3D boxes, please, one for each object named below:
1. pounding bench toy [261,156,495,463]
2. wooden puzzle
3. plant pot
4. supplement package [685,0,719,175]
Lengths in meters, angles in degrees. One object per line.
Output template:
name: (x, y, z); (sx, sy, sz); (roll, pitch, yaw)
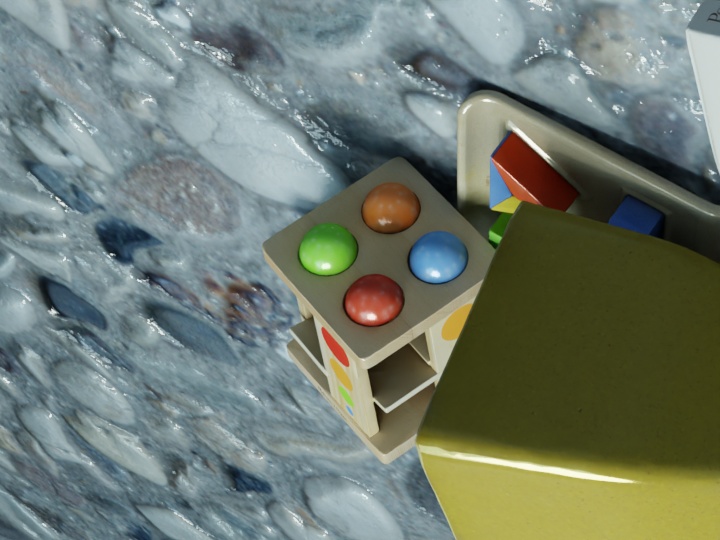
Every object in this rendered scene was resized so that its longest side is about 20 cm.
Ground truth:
pounding bench toy: (0.000, 0.000, 1.553); (0.200, 0.124, 0.156); (47, 163, 32)
wooden puzzle: (0.150, -0.019, 1.446); (0.199, 0.046, 0.185); (25, 153, 17)
plant pot: (0.179, 0.100, 1.363); (0.199, 0.195, 0.196); (10, 146, 26)
supplement package: (0.280, -0.100, 1.077); (0.199, 0.117, 0.117); (16, 149, 31)
